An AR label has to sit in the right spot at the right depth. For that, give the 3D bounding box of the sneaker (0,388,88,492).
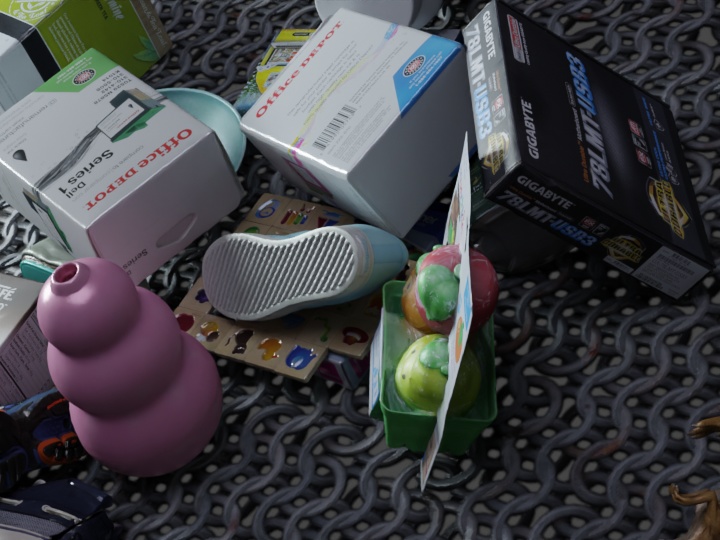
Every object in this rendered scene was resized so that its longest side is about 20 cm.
[{"bbox_3d":[-0.299,0.143,1.503,0.078,0.199,0.076,-17,83,34],"label":"sneaker"}]

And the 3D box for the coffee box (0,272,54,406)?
[{"bbox_3d":[-0.342,0.099,1.607,0.112,0.080,0.201,10,53,35],"label":"coffee box"}]

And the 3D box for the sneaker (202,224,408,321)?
[{"bbox_3d":[-0.043,0.003,1.513,0.199,0.082,0.075,-2,88,46],"label":"sneaker"}]

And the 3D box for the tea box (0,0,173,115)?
[{"bbox_3d":[-0.335,-0.236,1.899,0.199,0.134,0.197,24,61,41],"label":"tea box"}]

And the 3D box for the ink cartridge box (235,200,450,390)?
[{"bbox_3d":[0.000,0.000,1.568,0.119,0.042,0.200,17,56,37],"label":"ink cartridge box"}]

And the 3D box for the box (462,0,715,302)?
[{"bbox_3d":[0.174,-0.095,1.463,0.050,0.198,0.201,-43,32,32],"label":"box"}]

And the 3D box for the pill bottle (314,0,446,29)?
[{"bbox_3d":[0.035,-0.284,1.736,0.115,0.117,0.200,-4,27,23],"label":"pill bottle"}]

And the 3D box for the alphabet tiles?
[{"bbox_3d":[-0.050,0.013,1.547,0.199,0.008,0.168,14,56,37],"label":"alphabet tiles"}]

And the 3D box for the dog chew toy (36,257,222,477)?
[{"bbox_3d":[-0.187,0.069,1.469,0.124,0.201,0.125,-14,43,14],"label":"dog chew toy"}]

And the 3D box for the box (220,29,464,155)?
[{"bbox_3d":[-0.013,-0.164,1.738,0.199,0.038,0.137,4,50,30],"label":"box"}]

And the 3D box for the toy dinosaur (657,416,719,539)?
[{"bbox_3d":[0.278,0.146,1.284,0.199,0.060,0.107,-27,66,7],"label":"toy dinosaur"}]

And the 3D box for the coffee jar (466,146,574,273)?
[{"bbox_3d":[0.132,-0.099,1.561,0.104,0.085,0.201,-27,40,23],"label":"coffee jar"}]

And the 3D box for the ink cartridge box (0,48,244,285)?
[{"bbox_3d":[-0.219,-0.089,1.633,0.146,0.085,0.200,-40,46,-18],"label":"ink cartridge box"}]

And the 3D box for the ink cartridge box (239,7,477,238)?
[{"bbox_3d":[0.007,-0.128,1.574,0.145,0.085,0.200,-49,34,-8],"label":"ink cartridge box"}]

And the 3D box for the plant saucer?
[{"bbox_3d":[-0.193,-0.085,1.706,0.198,0.036,0.201,-11,45,11],"label":"plant saucer"}]

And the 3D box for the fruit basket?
[{"bbox_3d":[0.056,0.031,1.384,0.093,0.201,0.186,2,46,-1],"label":"fruit basket"}]

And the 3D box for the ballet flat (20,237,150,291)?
[{"bbox_3d":[-0.222,0.013,1.647,0.064,0.068,0.199,-36,42,-28],"label":"ballet flat"}]

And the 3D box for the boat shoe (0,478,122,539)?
[{"bbox_3d":[-0.277,0.203,1.491,0.199,0.075,0.093,10,34,36],"label":"boat shoe"}]
